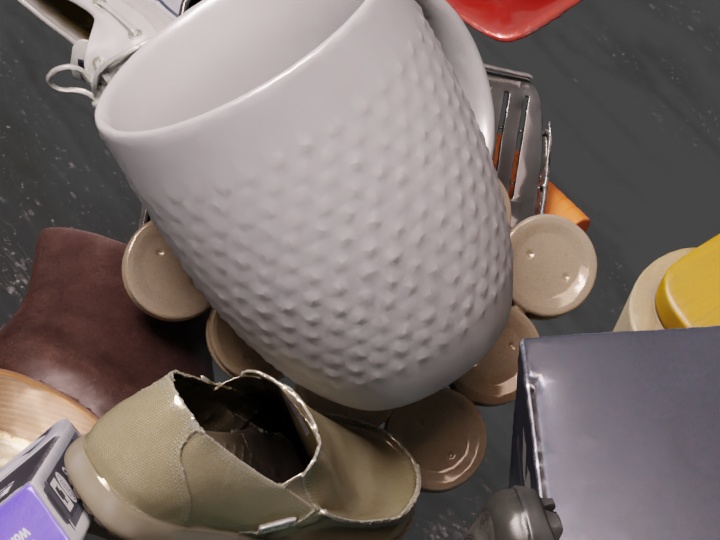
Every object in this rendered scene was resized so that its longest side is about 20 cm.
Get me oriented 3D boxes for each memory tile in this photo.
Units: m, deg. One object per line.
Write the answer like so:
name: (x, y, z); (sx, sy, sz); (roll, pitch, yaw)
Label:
memory tile: (0.000, 0.000, 1.210); (0.200, 0.017, 0.154); (34, 79, -6)

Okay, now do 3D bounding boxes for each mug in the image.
mug: (0.000, -0.048, 1.139); (0.147, 0.176, 0.200); (-9, 32, 40)

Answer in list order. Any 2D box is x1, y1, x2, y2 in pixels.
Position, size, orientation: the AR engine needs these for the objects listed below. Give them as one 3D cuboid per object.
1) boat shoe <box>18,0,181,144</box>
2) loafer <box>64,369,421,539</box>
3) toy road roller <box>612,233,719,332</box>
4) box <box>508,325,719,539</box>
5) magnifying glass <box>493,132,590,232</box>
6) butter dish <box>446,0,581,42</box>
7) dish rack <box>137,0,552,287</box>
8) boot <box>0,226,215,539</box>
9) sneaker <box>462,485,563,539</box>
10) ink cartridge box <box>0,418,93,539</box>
boat shoe: (-0.123, -0.110, 1.328); (0.086, 0.075, 0.202); (-33, 59, -20)
loafer: (-0.036, 0.085, 1.101); (0.200, 0.068, 0.076); (6, 44, -49)
toy road roller: (0.227, 0.039, 1.194); (0.199, 0.123, 0.146); (-27, 70, -17)
box: (0.127, 0.158, 1.064); (0.117, 0.200, 0.197); (-4, 56, -1)
magnifying glass: (0.046, -0.081, 1.337); (0.079, 0.022, 0.200); (-33, 62, -20)
butter dish: (0.084, -0.259, 1.381); (0.200, 0.148, 0.199); (-36, 61, -21)
dish rack: (-0.004, -0.049, 1.249); (0.199, 0.055, 0.154); (11, 83, -7)
boot: (-0.084, 0.062, 1.213); (0.199, 0.072, 0.167); (17, 48, 0)
sneaker: (0.021, 0.166, 0.973); (0.090, 0.201, 0.067); (5, 35, -16)
ink cartridge box: (-0.194, 0.153, 1.048); (0.198, 0.200, 0.043); (-40, 97, 3)
